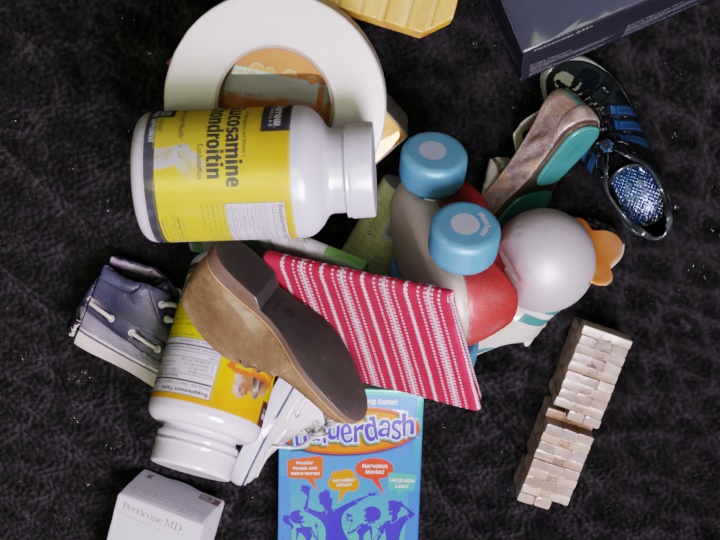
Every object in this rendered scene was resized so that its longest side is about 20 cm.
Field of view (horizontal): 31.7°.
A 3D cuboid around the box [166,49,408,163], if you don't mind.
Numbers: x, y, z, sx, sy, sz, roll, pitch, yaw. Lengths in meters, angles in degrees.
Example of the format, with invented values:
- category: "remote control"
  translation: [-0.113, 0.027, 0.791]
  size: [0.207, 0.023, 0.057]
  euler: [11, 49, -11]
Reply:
- category: "box"
  translation: [-0.065, -0.169, 1.194]
  size: [0.124, 0.098, 0.200]
  euler: [-41, 101, 13]

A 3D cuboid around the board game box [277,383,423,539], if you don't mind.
- category: "board game box"
  translation: [-0.011, 0.210, 1.333]
  size: [0.151, 0.045, 0.201]
  euler: [1, 105, 1]

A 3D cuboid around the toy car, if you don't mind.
- category: "toy car"
  translation: [0.138, -0.020, 1.164]
  size: [0.199, 0.178, 0.185]
  euler: [-9, 138, -12]

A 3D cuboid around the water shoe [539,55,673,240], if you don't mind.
- category: "water shoe"
  translation: [0.244, -0.121, 1.212]
  size: [0.071, 0.079, 0.200]
  euler: [-34, 103, 10]

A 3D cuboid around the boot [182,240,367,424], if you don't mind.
- category: "boot"
  translation: [-0.076, 0.066, 1.124]
  size: [0.200, 0.074, 0.075]
  euler: [47, 119, 1]

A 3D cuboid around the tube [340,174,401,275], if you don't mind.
- category: "tube"
  translation: [0.000, 0.000, 1.273]
  size: [0.052, 0.058, 0.201]
  euler: [6, 119, -45]

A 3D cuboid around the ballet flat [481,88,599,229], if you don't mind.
- category: "ballet flat"
  translation: [0.160, -0.097, 1.222]
  size: [0.200, 0.068, 0.067]
  euler: [-53, 55, 39]

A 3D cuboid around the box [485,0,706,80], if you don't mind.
- category: "box"
  translation: [0.212, -0.262, 1.106]
  size: [0.199, 0.182, 0.105]
  euler: [-23, 90, 6]

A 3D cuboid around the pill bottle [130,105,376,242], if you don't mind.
- category: "pill bottle"
  translation: [-0.087, -0.082, 1.074]
  size: [0.198, 0.112, 0.113]
  euler: [-2, 107, 3]

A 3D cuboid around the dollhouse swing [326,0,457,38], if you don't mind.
- category: "dollhouse swing"
  translation: [0.030, -0.337, 1.097]
  size: [0.199, 0.182, 0.177]
  euler: [17, 65, -4]

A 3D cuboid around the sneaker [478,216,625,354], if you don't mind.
- category: "sneaker"
  translation: [0.174, 0.022, 1.270]
  size: [0.199, 0.070, 0.094]
  euler: [-27, 138, -2]

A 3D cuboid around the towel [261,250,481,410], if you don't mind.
- category: "towel"
  translation: [0.010, 0.051, 1.129]
  size: [0.199, 0.023, 0.145]
  euler: [12, 138, 32]

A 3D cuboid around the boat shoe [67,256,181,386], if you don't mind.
- category: "boat shoe"
  translation: [-0.190, 0.063, 1.268]
  size: [0.199, 0.075, 0.093]
  euler: [24, 113, -5]

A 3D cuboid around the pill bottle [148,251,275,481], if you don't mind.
- category: "pill bottle"
  translation: [-0.133, 0.091, 1.194]
  size: [0.109, 0.109, 0.201]
  euler: [16, 75, -4]

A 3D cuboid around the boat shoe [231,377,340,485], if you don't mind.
- category: "boat shoe"
  translation: [-0.052, 0.136, 1.257]
  size: [0.086, 0.075, 0.203]
  euler: [31, 85, -4]

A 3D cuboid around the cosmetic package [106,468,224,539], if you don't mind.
- category: "cosmetic package"
  translation: [-0.223, 0.327, 1.349]
  size: [0.101, 0.074, 0.201]
  euler: [18, 107, 10]

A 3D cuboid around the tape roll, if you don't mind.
- category: "tape roll"
  translation: [-0.075, -0.149, 1.131]
  size: [0.201, 0.037, 0.204]
  euler: [1, 107, 2]

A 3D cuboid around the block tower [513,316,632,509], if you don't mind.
- category: "block tower"
  translation: [0.217, 0.145, 1.305]
  size: [0.054, 0.058, 0.201]
  euler: [17, 108, -4]

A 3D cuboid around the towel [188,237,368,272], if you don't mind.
- category: "towel"
  translation: [-0.083, -0.015, 1.198]
  size: [0.199, 0.149, 0.031]
  euler: [22, 79, 10]
